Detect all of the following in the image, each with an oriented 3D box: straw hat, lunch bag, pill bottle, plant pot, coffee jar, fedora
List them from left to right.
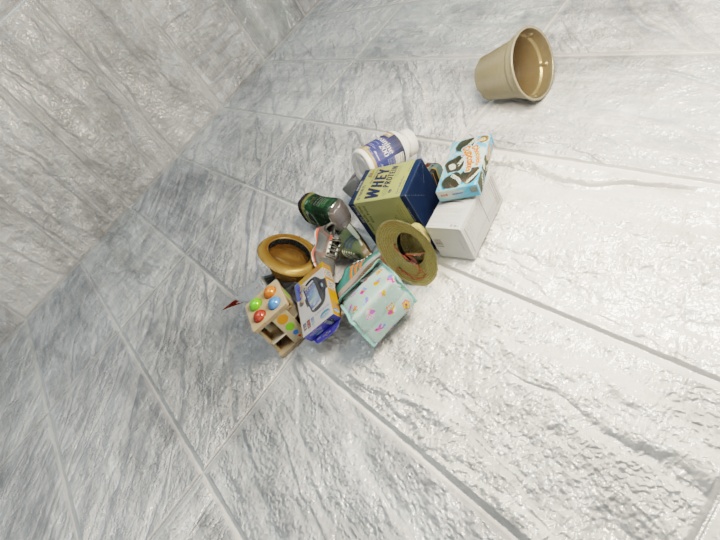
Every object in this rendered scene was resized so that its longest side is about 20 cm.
[{"bbox_3d":[-0.216,-0.026,1.571,0.193,0.084,0.204,8,39,-6],"label":"fedora"},{"bbox_3d":[-0.124,-0.197,1.747,0.197,0.105,0.086,20,62,47],"label":"coffee jar"},{"bbox_3d":[0.034,0.071,1.353,0.170,0.122,0.200,-44,22,2],"label":"lunch bag"},{"bbox_3d":[0.077,-0.347,1.578,0.197,0.114,0.110,-33,35,-23],"label":"pill bottle"},{"bbox_3d":[0.136,-0.068,1.347,0.197,0.205,0.085,7,42,43],"label":"straw hat"},{"bbox_3d":[0.451,-0.602,1.587,0.203,0.201,0.181,-54,29,-17],"label":"plant pot"}]

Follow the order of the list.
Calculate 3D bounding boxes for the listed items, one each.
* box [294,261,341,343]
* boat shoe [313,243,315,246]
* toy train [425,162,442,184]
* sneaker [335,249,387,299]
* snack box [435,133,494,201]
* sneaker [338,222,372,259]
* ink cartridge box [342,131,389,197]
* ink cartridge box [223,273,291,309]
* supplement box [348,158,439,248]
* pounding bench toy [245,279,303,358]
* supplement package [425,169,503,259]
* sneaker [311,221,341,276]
[{"bbox_3d":[-0.115,0.092,1.416,0.118,0.041,0.204,-38,45,24],"label":"box"},{"bbox_3d":[-0.121,-0.056,1.641,0.070,0.066,0.206,-8,52,29],"label":"boat shoe"},{"bbox_3d":[0.164,-0.278,1.602,0.114,0.087,0.197,-42,33,-24],"label":"toy train"},{"bbox_3d":[0.000,0.000,1.467,0.199,0.071,0.081,-43,45,12],"label":"sneaker"},{"bbox_3d":[0.271,-0.265,1.350,0.113,0.037,0.204,-7,46,34],"label":"snack box"},{"bbox_3d":[-0.023,-0.060,1.569,0.089,0.067,0.201,-41,35,6],"label":"sneaker"},{"bbox_3d":[0.042,-0.326,1.702,0.203,0.084,0.144,-55,12,-16],"label":"ink cartridge box"},{"bbox_3d":[-0.312,0.074,1.637,0.199,0.058,0.161,-41,-10,29],"label":"ink cartridge box"},{"bbox_3d":[0.110,-0.171,1.442,0.195,0.201,0.137,-3,48,40],"label":"supplement box"},{"bbox_3d":[-0.249,0.112,1.522,0.123,0.157,0.201,-38,38,2],"label":"pounding bench toy"},{"bbox_3d":[0.270,-0.147,1.356,0.107,0.115,0.203,7,56,43],"label":"supplement package"},{"bbox_3d":[-0.094,-0.068,1.545,0.081,0.076,0.205,-35,44,28],"label":"sneaker"}]
